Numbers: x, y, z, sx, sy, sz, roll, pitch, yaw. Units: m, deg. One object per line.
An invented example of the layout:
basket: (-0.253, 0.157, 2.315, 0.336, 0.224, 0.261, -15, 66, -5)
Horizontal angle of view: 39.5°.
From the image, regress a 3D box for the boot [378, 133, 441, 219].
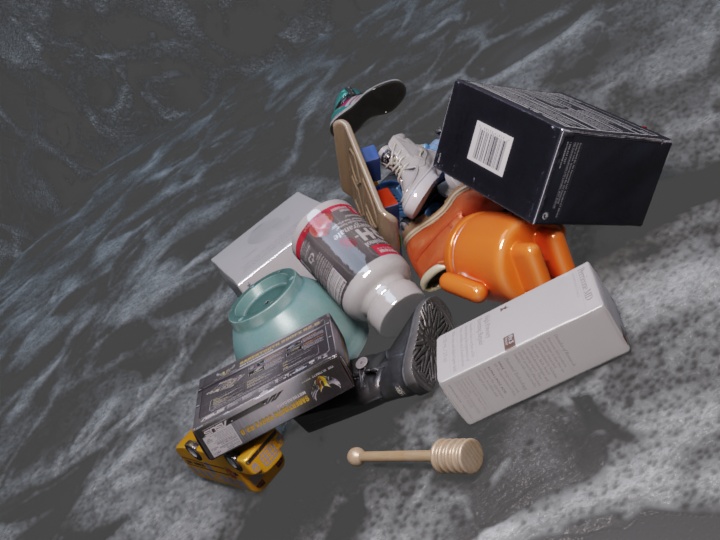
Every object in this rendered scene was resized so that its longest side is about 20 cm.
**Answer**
boot: (0.064, -0.142, 1.460, 0.074, 0.095, 0.200, -59, 0, 23)

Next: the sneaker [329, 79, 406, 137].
sneaker: (0.014, -0.390, 2.308, 0.199, 0.084, 0.121, -30, 32, 16)

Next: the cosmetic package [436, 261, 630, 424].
cosmetic package: (0.186, 0.081, 1.112, 0.199, 0.074, 0.102, -30, 23, 17)

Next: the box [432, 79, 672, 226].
box: (0.234, -0.143, 1.241, 0.197, 0.124, 0.200, -2, 26, -35)

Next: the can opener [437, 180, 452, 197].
can opener: (0.201, -0.157, 1.588, 0.200, 0.067, 0.053, -37, 45, -24)

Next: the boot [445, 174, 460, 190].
boot: (0.170, -0.164, 1.488, 0.200, 0.074, 0.096, -45, 5, -36)

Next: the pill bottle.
pill bottle: (0.000, 0.000, 1.400, 0.111, 0.111, 0.200, -38, 58, -8)

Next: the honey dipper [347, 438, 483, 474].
honey dipper: (0.051, 0.205, 1.107, 0.199, 0.038, 0.038, -12, 32, 48)

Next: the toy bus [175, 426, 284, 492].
toy bus: (-0.165, 0.235, 1.299, 0.065, 0.078, 0.199, -46, 24, -29)

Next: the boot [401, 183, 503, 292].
boot: (0.144, -0.050, 1.388, 0.200, 0.075, 0.108, -40, 47, 37)

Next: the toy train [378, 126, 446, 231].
toy train: (0.120, -0.146, 1.608, 0.200, 0.114, 0.087, -45, 24, -22)

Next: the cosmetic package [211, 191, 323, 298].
cosmetic package: (-0.119, -0.014, 1.676, 0.199, 0.123, 0.200, -39, 21, -8)

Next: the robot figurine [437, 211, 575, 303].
robot figurine: (0.179, -0.016, 1.258, 0.200, 0.116, 0.145, 9, 74, 62)

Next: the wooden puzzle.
wooden puzzle: (0.021, -0.104, 1.494, 0.046, 0.186, 0.201, -21, 59, -8)

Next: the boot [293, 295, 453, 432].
boot: (0.014, 0.121, 1.303, 0.199, 0.066, 0.165, -26, 22, 34)

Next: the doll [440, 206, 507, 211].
doll: (0.191, -0.075, 1.440, 0.199, 0.048, 0.137, -3, 57, 50)

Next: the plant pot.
plant pot: (-0.107, 0.083, 1.449, 0.200, 0.134, 0.201, -30, 23, 14)

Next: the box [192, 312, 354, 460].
box: (-0.110, 0.141, 1.256, 0.199, 0.049, 0.158, -28, 17, 2)

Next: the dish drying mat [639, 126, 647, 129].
dish drying mat: (0.329, -0.182, 1.504, 0.077, 0.018, 0.199, -41, 20, -32)
